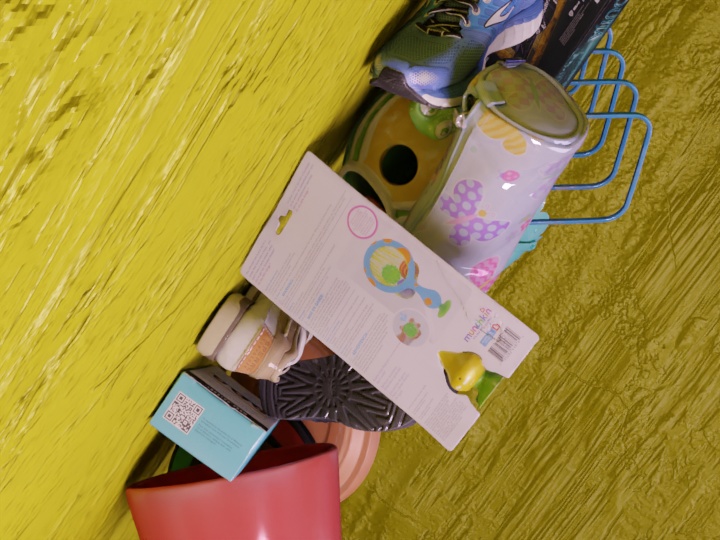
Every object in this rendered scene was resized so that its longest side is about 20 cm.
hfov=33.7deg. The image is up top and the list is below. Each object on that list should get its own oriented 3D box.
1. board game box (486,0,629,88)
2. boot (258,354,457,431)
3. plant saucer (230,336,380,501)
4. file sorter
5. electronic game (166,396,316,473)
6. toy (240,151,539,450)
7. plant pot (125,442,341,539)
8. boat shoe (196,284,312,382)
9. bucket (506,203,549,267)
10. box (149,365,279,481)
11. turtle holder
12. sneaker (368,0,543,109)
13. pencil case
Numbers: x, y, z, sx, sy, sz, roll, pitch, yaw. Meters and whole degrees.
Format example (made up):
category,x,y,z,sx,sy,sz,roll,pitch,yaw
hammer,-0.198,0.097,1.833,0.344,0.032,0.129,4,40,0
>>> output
category,x,y,z,sx,sy,sz,roll,pitch,yaw
board game box,0.130,-0.204,0.959,0.028,0.136,0.200,-14,153,-34
boot,0.032,0.108,1.051,0.199,0.164,0.066,14,80,-56
plant saucer,-0.066,0.145,1.219,0.032,0.200,0.201,0,130,-53
file sorter,0.182,-0.156,1.120,0.140,0.121,0.201,95,-9,-46
electronic game,-0.117,0.228,1.197,0.201,0.200,0.042,-56,150,13
toy,0.022,0.018,0.828,0.047,0.200,0.116,-30,157,-56
plant pot,-0.100,0.262,1.067,0.200,0.198,0.179,90,-10,-86
boat shoe,-0.078,0.053,0.972,0.075,0.068,0.200,-57,178,10
bucket,0.090,-0.065,1.311,0.135,0.207,0.207,-46,174,-24
box,-0.117,0.126,1.013,0.049,0.082,0.200,-55,178,-2
turtle holder,0.059,-0.087,0.941,0.131,0.142,0.185,-34,-164,-21
sneaker,0.069,-0.186,0.831,0.200,0.078,0.090,-48,153,-40
pencil case,0.081,-0.049,0.837,0.090,0.083,0.201,-12,145,-34
